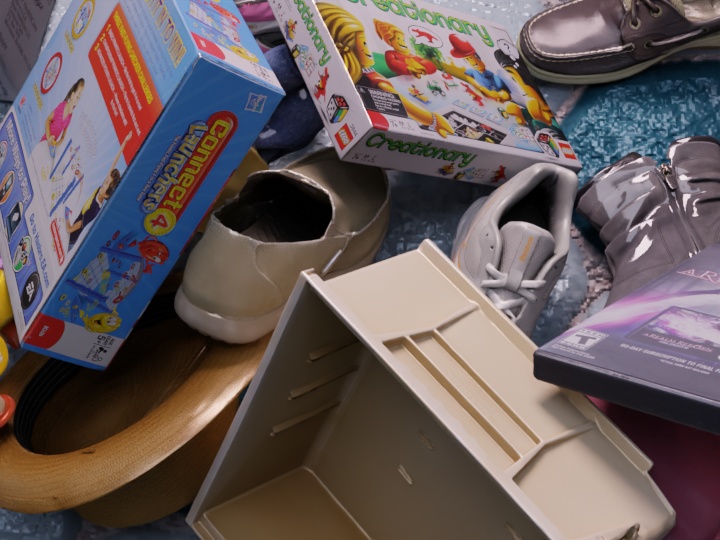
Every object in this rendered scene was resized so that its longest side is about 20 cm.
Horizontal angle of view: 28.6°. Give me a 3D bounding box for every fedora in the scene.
[{"bbox_3d":[-0.127,0.085,0.822,0.199,0.082,0.201,-17,32,11],"label":"fedora"}]

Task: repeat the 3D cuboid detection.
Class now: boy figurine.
[{"bbox_3d":[-0.096,-0.073,0.904,0.199,0.124,0.065,-34,41,14],"label":"boy figurine"}]

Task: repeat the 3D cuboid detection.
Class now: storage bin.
[{"bbox_3d":[0.029,0.126,0.731,0.093,0.201,0.199,-20,57,-44],"label":"storage bin"}]

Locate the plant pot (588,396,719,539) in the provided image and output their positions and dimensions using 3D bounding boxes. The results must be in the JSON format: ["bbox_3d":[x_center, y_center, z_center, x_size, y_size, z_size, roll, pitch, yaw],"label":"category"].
[{"bbox_3d":[0.202,0.118,0.746,0.200,0.200,0.179,-39,50,-14],"label":"plant pot"}]

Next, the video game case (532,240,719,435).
[{"bbox_3d":[0.200,0.032,0.708,0.142,0.019,0.200,15,27,37],"label":"video game case"}]

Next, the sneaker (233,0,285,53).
[{"bbox_3d":[-0.112,-0.135,0.951,0.199,0.087,0.080,-4,24,25],"label":"sneaker"}]

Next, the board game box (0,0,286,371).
[{"bbox_3d":[-0.142,-0.081,0.818,0.196,0.056,0.200,-54,36,21],"label":"board game box"}]

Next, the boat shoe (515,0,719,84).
[{"bbox_3d":[0.202,-0.180,0.953,0.199,0.065,0.074,-15,64,-2],"label":"boat shoe"}]

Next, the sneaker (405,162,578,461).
[{"bbox_3d":[0.076,0.018,0.822,0.075,0.092,0.201,23,59,-6],"label":"sneaker"}]

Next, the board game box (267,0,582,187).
[{"bbox_3d":[0.043,-0.115,0.879,0.035,0.199,0.127,-43,59,33],"label":"board game box"}]

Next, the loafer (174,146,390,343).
[{"bbox_3d":[-0.033,-0.029,0.819,0.075,0.069,0.200,27,36,12],"label":"loafer"}]

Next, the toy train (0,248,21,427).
[{"bbox_3d":[-0.251,0.064,0.825,0.150,0.056,0.200,-36,23,6],"label":"toy train"}]

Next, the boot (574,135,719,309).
[{"bbox_3d":[0.165,0.001,0.872,0.199,0.070,0.132,-21,60,-18],"label":"boot"}]

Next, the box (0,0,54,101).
[{"bbox_3d":[-0.330,-0.215,0.947,0.199,0.184,0.106,9,66,8],"label":"box"}]
